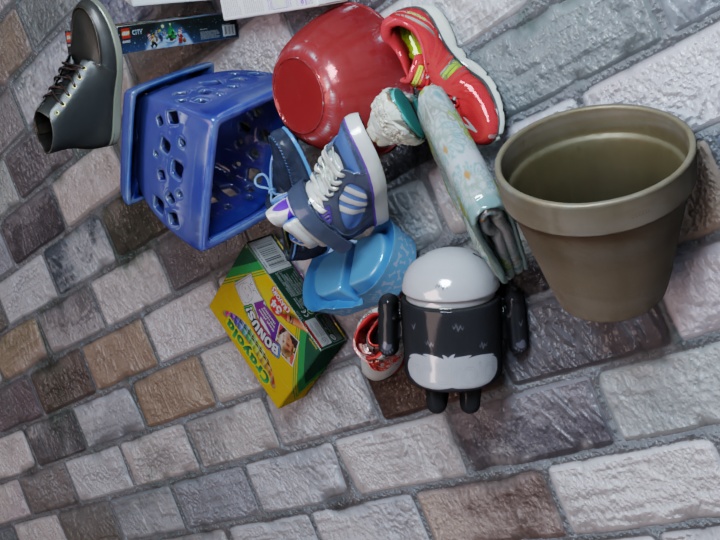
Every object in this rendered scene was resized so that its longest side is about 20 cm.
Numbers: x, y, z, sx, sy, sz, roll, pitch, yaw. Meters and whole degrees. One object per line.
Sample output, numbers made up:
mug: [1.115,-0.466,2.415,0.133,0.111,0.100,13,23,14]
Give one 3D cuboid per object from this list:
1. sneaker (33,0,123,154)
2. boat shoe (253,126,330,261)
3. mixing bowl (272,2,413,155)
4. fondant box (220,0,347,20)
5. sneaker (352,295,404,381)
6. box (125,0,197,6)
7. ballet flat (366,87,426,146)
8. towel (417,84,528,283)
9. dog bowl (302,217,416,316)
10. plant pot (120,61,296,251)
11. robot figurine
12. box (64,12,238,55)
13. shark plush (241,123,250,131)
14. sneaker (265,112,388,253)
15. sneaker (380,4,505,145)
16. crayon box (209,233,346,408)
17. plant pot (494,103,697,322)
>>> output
sneaker: [-0.372,-0.250,1.566,0.075,0.106,0.201,19,118,42]
boat shoe: [-0.090,-0.088,1.557,0.084,0.068,0.200,-129,19,-56]
mixing bowl: [-0.040,-0.231,1.517,0.200,0.108,0.201,21,121,41]
fondant box: [-0.112,-0.409,1.560,0.200,0.058,0.145,5,110,46]
sneaker: [0.023,0.097,1.587,0.067,0.108,0.201,56,139,14]
box: [-0.270,-0.472,1.637,0.097,0.124,0.201,-137,42,-60]
ballet flat: [0.044,-0.167,1.384,0.071,0.200,0.072,1,95,16]
towel: [0.123,-0.090,1.338,0.172,0.048,0.200,64,-178,28]
dog bowl: [0.000,0.000,1.582,0.200,0.049,0.112,-23,50,51]
plant pot: [-0.214,-0.171,1.640,0.179,0.200,0.201,23,123,25]
robot figurine: [0.112,0.071,1.462,0.125,0.150,0.201,21,119,56]
box: [-0.292,-0.332,1.681,0.136,0.200,0.038,9,111,45]
shark plush: [-0.225,-0.227,1.790,0.199,0.091,0.083,9,135,24]
sneaker: [-0.047,-0.096,1.454,0.200,0.146,0.081,77,172,-58]
sneaker: [0.088,-0.220,1.394,0.200,0.085,0.077,55,139,16]
crayon box: [-0.127,0.077,1.784,0.200,0.058,0.173,54,138,17]
plant pot: [0.249,-0.049,1.229,0.200,0.200,0.174,19,136,43]
